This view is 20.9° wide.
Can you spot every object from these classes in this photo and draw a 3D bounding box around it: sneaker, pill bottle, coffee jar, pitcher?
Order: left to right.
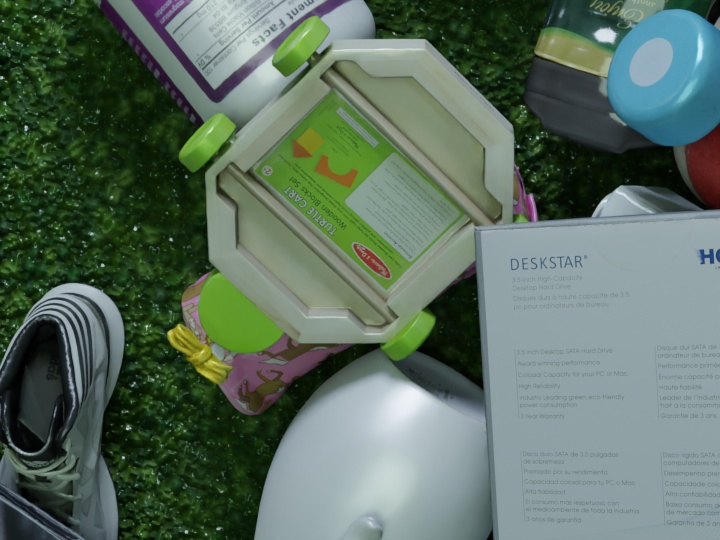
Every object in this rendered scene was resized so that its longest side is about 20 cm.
[{"bbox_3d":[-0.181,0.112,1.078,0.076,0.115,0.201,6,98,8],"label":"sneaker"},{"bbox_3d":[-0.063,-0.134,1.032,0.112,0.112,0.200,-39,90,11],"label":"pill bottle"},{"bbox_3d":[-0.006,0.149,1.026,0.121,0.172,0.200,30,101,-2],"label":"pitcher"},{"bbox_3d":[0.149,-0.158,0.998,0.085,0.104,0.200,19,99,16],"label":"coffee jar"}]

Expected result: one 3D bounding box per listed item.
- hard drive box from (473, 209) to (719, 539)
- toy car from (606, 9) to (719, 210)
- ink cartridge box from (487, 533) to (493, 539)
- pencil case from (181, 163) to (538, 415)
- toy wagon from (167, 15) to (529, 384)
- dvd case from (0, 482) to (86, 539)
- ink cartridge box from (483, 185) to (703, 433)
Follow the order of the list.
[{"bbox_3d":[0.142,0.073,0.901,0.156,0.077,0.200,-2,92,28],"label":"hard drive box"},{"bbox_3d":[0.256,-0.076,0.905,0.184,0.200,0.177,27,97,-39],"label":"toy car"},{"bbox_3d":[0.137,0.248,1.029,0.200,0.145,0.145,16,99,7],"label":"ink cartridge box"},{"bbox_3d":[0.000,0.000,1.053,0.200,0.083,0.087,-29,92,11],"label":"pencil case"},{"bbox_3d":[-0.018,-0.025,0.981,0.155,0.040,0.200,43,106,-12],"label":"toy wagon"},{"bbox_3d":[-0.215,0.178,1.073,0.200,0.016,0.149,24,116,42],"label":"dvd case"},{"bbox_3d":[0.185,0.068,0.970,0.200,0.084,0.145,34,107,22],"label":"ink cartridge box"}]
